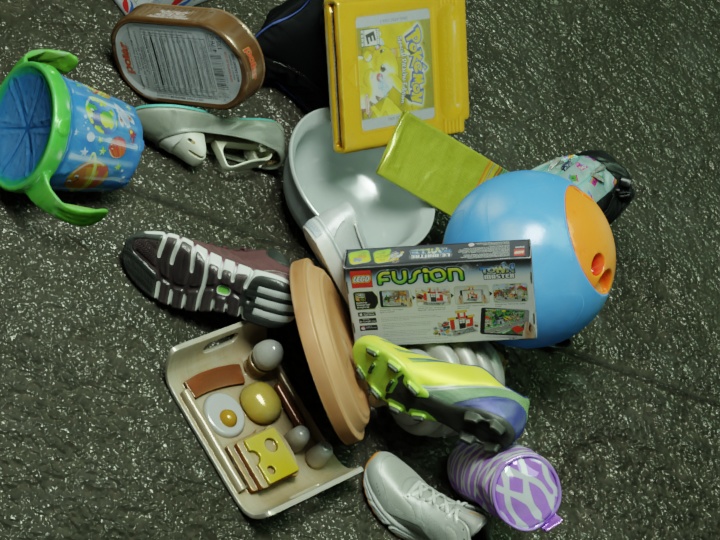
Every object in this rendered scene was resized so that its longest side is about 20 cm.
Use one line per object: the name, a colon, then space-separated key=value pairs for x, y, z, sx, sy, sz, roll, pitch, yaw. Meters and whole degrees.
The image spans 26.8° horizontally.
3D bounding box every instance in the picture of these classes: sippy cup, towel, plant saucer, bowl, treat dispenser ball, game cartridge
sippy cup: x=-0.304 y=-0.140 z=1.589 sx=0.130 sy=0.139 sz=0.180 roll=9 pitch=92 yaw=-44
towel: x=0.116 y=-0.107 z=1.791 sx=0.199 sy=0.018 sz=0.087 roll=28 pitch=78 yaw=-24
plant saucer: x=-0.028 y=0.083 z=1.597 sx=0.200 sy=0.032 sz=0.202 roll=-18 pitch=90 yaw=-82
bowl: x=-0.017 y=-0.086 z=1.780 sx=0.200 sy=0.090 sz=0.203 roll=20 pitch=49 yaw=-25
treat dispenser ball: x=0.191 y=-0.013 z=1.718 sx=0.199 sy=0.201 sz=0.202 roll=19 pitch=49 yaw=-24
game cartridge: x=0.047 y=-0.238 z=1.771 sx=0.199 sy=0.032 sz=0.178 roll=-13 pitch=106 yaw=-35

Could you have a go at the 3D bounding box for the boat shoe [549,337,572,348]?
boat shoe: x=0.185 y=0.045 z=1.848 sx=0.199 sy=0.073 sz=0.063 roll=20 pitch=46 yaw=-30

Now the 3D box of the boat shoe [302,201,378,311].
boat shoe: x=0.000 y=0.000 z=1.675 sx=0.072 sy=0.068 sz=0.201 roll=50 pitch=-8 yaw=50

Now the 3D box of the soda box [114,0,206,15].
soda box: x=-0.217 y=-0.369 z=1.861 sx=0.068 sy=0.064 sz=0.200 roll=51 pitch=43 yaw=6

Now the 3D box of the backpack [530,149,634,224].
backpack: x=0.238 y=-0.061 z=1.922 sx=0.126 sy=0.168 sz=0.199 roll=41 pitch=47 yaw=21

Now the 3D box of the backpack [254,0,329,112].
backpack: x=-0.017 y=-0.265 z=1.857 sx=0.191 sy=0.199 sz=0.154 roll=51 pitch=46 yaw=-17

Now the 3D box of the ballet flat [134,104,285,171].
ballet flat: x=-0.171 y=-0.148 z=1.732 sx=0.198 sy=0.067 sz=0.064 roll=3 pitch=68 yaw=-34

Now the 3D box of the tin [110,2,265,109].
tin: x=-0.198 y=-0.241 z=1.700 sx=0.042 sy=0.198 sz=0.113 roll=-41 pitch=131 yaw=-45

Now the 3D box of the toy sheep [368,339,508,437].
toy sheep: x=0.084 y=0.121 z=1.679 sx=0.199 sy=0.138 sz=0.139 roll=-15 pitch=68 yaw=-35

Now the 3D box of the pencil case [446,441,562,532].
pencil case: x=0.151 y=0.225 z=1.611 sx=0.083 sy=0.200 sz=0.086 roll=-30 pitch=95 yaw=-7

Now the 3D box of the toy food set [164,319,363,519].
toy food set: x=-0.098 y=0.149 z=1.569 sx=0.143 sy=0.060 sz=0.201 roll=-20 pitch=71 yaw=-44

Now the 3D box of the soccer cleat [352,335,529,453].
soccer cleat: x=0.085 y=0.120 z=1.589 sx=0.199 sy=0.065 sz=0.084 roll=27 pitch=44 yaw=14

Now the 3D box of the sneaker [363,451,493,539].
sneaker: x=0.091 y=0.261 z=1.602 sx=0.200 sy=0.092 sz=0.076 roll=47 pitch=44 yaw=3

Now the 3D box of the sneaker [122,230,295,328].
sneaker: x=-0.153 y=0.000 z=1.636 sx=0.198 sy=0.076 sz=0.116 roll=21 pitch=19 yaw=3

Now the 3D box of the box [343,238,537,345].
box: x=0.087 y=0.026 z=1.609 sx=0.198 sy=0.111 sz=0.035 roll=-3 pitch=36 yaw=7
